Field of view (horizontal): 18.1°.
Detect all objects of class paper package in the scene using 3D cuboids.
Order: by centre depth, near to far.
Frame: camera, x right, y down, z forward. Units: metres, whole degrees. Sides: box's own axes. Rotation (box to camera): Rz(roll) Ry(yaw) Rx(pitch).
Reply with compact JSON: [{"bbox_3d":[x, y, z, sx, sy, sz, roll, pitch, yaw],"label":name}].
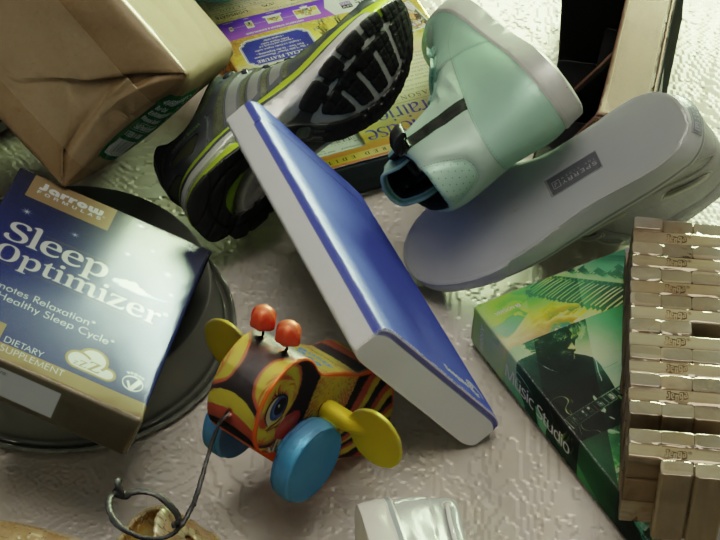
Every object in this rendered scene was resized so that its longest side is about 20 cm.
[{"bbox_3d":[-0.182,-0.160,1.366,0.191,0.103,0.200,47,10,-4],"label":"paper package"}]

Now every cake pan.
[{"bbox_3d":[-0.173,0.021,1.336,0.200,0.037,0.201,1,45,-1],"label":"cake pan"}]

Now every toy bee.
[{"bbox_3d":[-0.037,0.069,1.195,0.131,0.109,0.200,22,23,7],"label":"toy bee"}]

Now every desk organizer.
[{"bbox_3d":[0.163,-0.138,1.482,0.077,0.072,0.200,8,44,10],"label":"desk organizer"}]

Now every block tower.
[{"bbox_3d":[0.172,0.053,1.250,0.054,0.058,0.200,5,44,2],"label":"block tower"}]

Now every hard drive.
[{"bbox_3d":[0.000,0.000,1.304,0.025,0.132,0.200,-39,48,10],"label":"hard drive"}]

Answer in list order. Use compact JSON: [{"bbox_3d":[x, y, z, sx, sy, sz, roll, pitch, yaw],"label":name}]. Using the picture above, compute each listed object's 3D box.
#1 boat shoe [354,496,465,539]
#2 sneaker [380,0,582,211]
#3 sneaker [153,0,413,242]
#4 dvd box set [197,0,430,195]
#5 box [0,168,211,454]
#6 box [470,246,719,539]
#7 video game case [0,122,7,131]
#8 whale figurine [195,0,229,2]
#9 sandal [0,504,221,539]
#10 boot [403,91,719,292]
[{"bbox_3d":[0.050,0.193,1.153,0.068,0.072,0.200,-10,37,-11],"label":"boat shoe"},{"bbox_3d":[0.047,-0.099,1.380,0.118,0.074,0.200,-38,22,-3],"label":"sneaker"},{"bbox_3d":[-0.050,-0.108,1.402,0.200,0.074,0.081,-41,48,-17],"label":"sneaker"},{"bbox_3d":[-0.010,-0.130,1.497,0.146,0.029,0.200,-16,47,-17],"label":"dvd box set"},{"bbox_3d":[-0.155,0.010,1.248,0.121,0.032,0.200,24,32,-5],"label":"box"},{"bbox_3d":[0.174,0.070,1.297,0.144,0.036,0.200,-20,48,-21],"label":"box"},{"bbox_3d":[-0.263,-0.171,1.539,0.182,0.023,0.200,-32,53,-30],"label":"video game case"},{"bbox_3d":[-0.083,-0.241,1.562,0.159,0.104,0.200,0,49,23],"label":"whale figurine"},{"bbox_3d":[-0.116,0.154,1.179,0.211,0.070,0.078,8,45,7],"label":"sandal"},{"bbox_3d":[0.131,-0.031,1.373,0.200,0.096,0.074,-26,58,19],"label":"boot"}]
